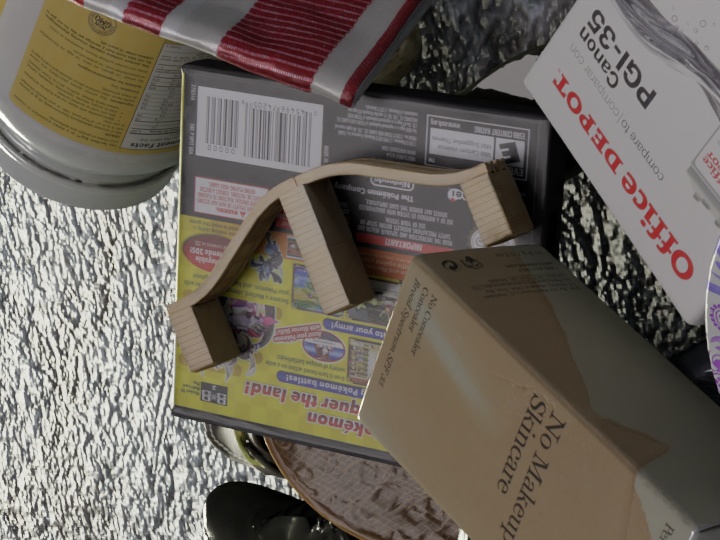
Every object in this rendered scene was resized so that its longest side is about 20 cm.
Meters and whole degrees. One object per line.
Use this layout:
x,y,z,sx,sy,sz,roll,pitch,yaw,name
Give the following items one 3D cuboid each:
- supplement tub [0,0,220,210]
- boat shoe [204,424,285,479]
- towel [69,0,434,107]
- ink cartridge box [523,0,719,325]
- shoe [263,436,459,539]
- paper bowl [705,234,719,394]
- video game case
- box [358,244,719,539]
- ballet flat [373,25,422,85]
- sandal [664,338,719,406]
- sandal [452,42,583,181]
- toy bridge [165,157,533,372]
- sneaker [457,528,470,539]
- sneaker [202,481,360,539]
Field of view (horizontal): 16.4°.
-0.128,-0.144,1.363,0.145,0.145,0.200,56,139,27,supplement tub
-0.034,0.081,1.373,0.201,0.061,0.072,-7,95,54,boat shoe
-0.062,-0.159,1.216,0.200,0.144,0.023,22,139,15,towel
0.173,-0.093,1.030,0.147,0.083,0.200,58,139,24,ink cartridge box
0.036,0.111,1.248,0.200,0.053,0.070,32,105,21,shoe
0.238,0.016,0.927,0.201,0.104,0.201,19,125,28,paper bowl
0.000,0.000,1.199,0.200,0.025,0.181,10,106,27,video game case
0.093,0.080,1.061,0.200,0.078,0.095,44,126,41,box
-0.020,-0.082,1.329,0.057,0.066,0.200,37,144,-13,ballet flat
0.144,0.062,1.128,0.200,0.076,0.043,-40,41,50,sandal
0.047,-0.051,1.212,0.201,0.057,0.080,-19,90,26,sandal
-0.016,-0.013,1.174,0.200,0.027,0.067,-23,87,31,toy bridge
0.099,0.174,1.092,0.104,0.060,0.200,135,131,-56,sneaker
-0.009,0.150,1.345,0.200,0.076,0.091,25,130,37,sneaker
